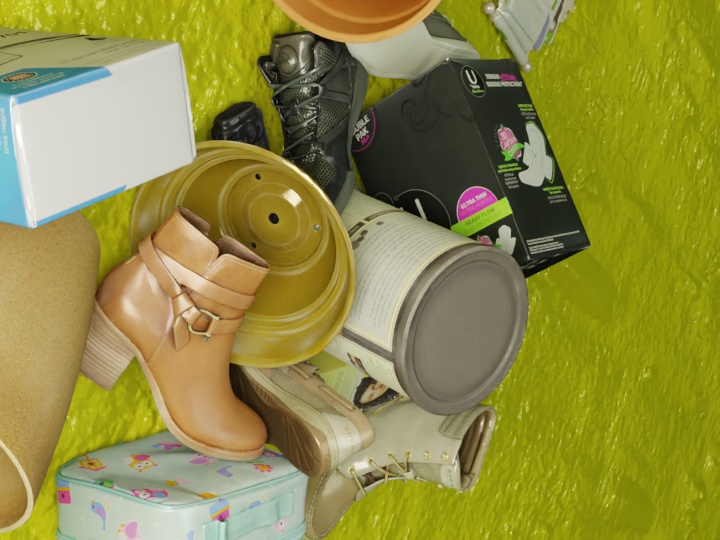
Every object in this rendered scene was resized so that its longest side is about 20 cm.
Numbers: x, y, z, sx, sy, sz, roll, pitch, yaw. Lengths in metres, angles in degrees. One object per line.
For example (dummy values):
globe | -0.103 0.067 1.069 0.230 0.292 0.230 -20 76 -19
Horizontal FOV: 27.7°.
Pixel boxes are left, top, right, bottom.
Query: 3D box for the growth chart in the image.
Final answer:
growth chart | 0.207 -0.325 1.647 0.202 0.018 0.145 -62 144 -20

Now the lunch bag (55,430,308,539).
lunch bag | -0.144 0.194 1.200 0.199 0.159 0.078 -10 109 -54

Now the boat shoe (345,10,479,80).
boat shoe | 0.039 -0.226 1.405 0.072 0.061 0.201 -46 151 23

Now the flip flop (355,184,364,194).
flip flop | 0.000 0.000 1.426 0.081 0.057 0.202 -40 134 -36

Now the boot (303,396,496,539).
boot | 0.033 0.198 1.457 0.201 0.153 0.072 -55 140 -27

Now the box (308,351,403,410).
box | -0.025 0.102 1.403 0.199 0.050 0.076 -15 133 -45

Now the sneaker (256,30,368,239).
sneaker | -0.051 -0.130 1.273 0.114 0.075 0.202 45 46 -46

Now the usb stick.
usb stick | -0.093 -0.051 1.302 0.055 0.032 0.202 -35 128 -35

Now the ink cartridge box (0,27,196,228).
ink cartridge box | -0.229 -0.099 0.945 0.146 0.198 0.087 -29 123 -47

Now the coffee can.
coffee can | 0.027 0.021 1.276 0.145 0.199 0.148 -18 119 -36

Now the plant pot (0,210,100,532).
plant pot | -0.260 0.042 0.992 0.201 0.184 0.188 -64 146 -38

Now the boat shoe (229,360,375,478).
boat shoe | -0.060 0.112 1.256 0.064 0.200 0.072 -19 123 -27

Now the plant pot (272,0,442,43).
plant pot | 0.015 -0.309 1.245 0.140 0.197 0.203 -44 137 -60

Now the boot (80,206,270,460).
boot | -0.120 0.052 1.176 0.199 0.077 0.156 36 101 -19

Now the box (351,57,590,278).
box | 0.099 -0.082 1.395 0.124 0.148 0.202 -9 76 -53

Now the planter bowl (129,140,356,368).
planter bowl | -0.084 -0.028 1.203 0.084 0.198 0.203 -55 144 -57
